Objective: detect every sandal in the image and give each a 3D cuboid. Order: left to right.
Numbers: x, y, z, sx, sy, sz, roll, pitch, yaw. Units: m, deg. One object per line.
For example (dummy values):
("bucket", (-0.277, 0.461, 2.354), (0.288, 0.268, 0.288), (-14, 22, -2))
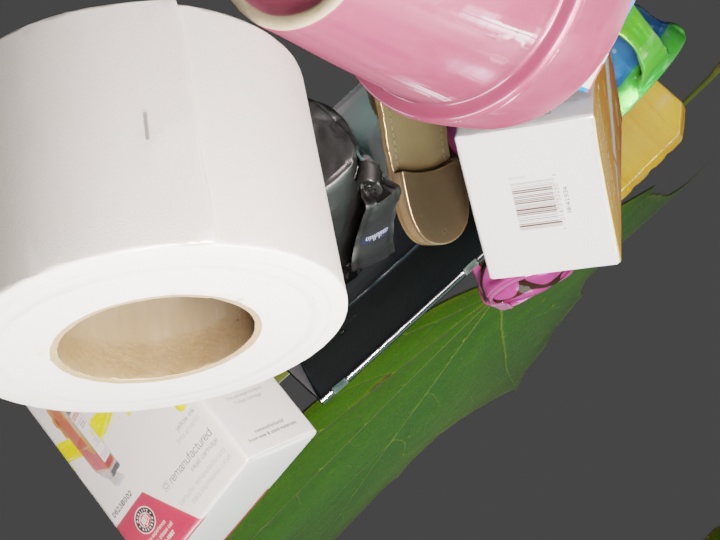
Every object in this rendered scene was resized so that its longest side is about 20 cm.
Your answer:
("sandal", (0.027, -0.123, 1.035), (0.077, 0.213, 0.070), (-9, -175, -31))

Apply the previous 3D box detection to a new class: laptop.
("laptop", (0.000, 0.000, 1.148), (0.187, 0.200, 0.116), (-41, 126, -9))

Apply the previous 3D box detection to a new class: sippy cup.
("sippy cup", (0.182, -0.192, 1.210), (0.178, 0.130, 0.140), (-44, -174, 43))

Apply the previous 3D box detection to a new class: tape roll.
("tape roll", (-0.116, -0.025, 0.753), (0.202, 0.140, 0.203), (-9, 156, -4))

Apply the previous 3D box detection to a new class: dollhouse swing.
("dollhouse swing", (0.217, -0.132, 1.417), (0.200, 0.176, 0.182), (-45, 165, 6))

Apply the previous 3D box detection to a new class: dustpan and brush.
("dustpan and brush", (0.003, -0.081, 1.221), (0.140, 0.057, 0.200), (-43, 166, -1))

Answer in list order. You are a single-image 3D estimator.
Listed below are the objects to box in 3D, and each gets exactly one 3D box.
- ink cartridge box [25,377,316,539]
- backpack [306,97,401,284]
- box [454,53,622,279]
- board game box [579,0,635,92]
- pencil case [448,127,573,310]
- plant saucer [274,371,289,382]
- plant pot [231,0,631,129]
("ink cartridge box", (-0.151, 0.095, 1.041), (0.083, 0.200, 0.145), (-17, 151, -53))
("backpack", (-0.054, -0.047, 1.036), (0.166, 0.127, 0.200), (-27, 165, 6))
("box", (0.137, -0.105, 1.056), (0.200, 0.097, 0.125), (-77, 154, -52))
("board game box", (0.175, -0.255, 0.967), (0.200, 0.056, 0.196), (-72, -176, -51))
("pencil case", (0.101, -0.059, 1.264), (0.094, 0.200, 0.091), (-35, 162, 11))
("plant saucer", (-0.080, 0.075, 1.404), (0.200, 0.031, 0.200), (-42, -175, 5))
("plant pot", (0.025, -0.183, 0.778), (0.179, 0.200, 0.200), (1, 137, -48))
